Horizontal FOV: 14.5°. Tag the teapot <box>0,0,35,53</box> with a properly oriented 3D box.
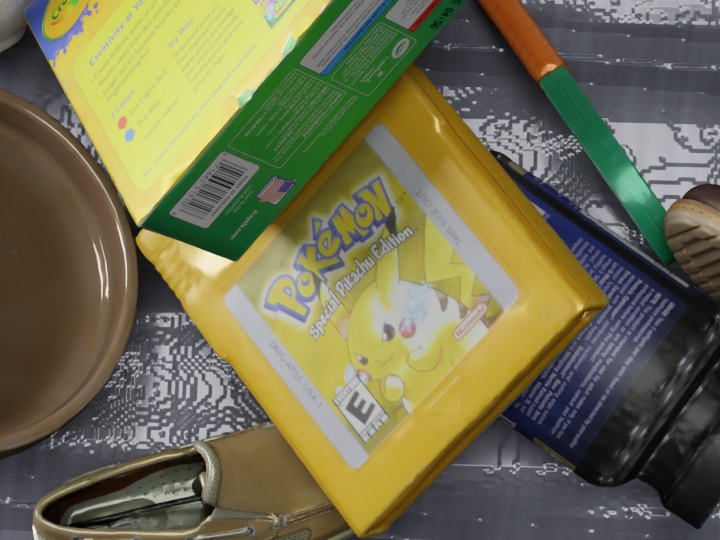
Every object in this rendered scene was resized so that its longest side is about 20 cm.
[{"bbox_3d":[-0.239,-0.159,1.453,0.200,0.197,0.146,12,116,25],"label":"teapot"}]

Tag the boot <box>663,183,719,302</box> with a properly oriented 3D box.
[{"bbox_3d":[0.249,-0.047,1.428,0.200,0.072,0.167,27,72,-27],"label":"boot"}]

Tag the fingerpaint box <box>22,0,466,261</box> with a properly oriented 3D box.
[{"bbox_3d":[-0.052,-0.135,1.357,0.200,0.073,0.167,-48,49,19],"label":"fingerpaint box"}]

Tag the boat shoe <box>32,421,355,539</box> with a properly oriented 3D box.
[{"bbox_3d":[-0.067,0.112,1.423,0.200,0.076,0.072,-18,66,-3],"label":"boat shoe"}]

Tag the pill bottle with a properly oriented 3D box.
[{"bbox_3d":[0.113,0.038,1.420,0.200,0.112,0.112,36,82,9],"label":"pill bottle"}]

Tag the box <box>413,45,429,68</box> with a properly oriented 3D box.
[{"bbox_3d":[-0.004,-0.145,1.478,0.095,0.078,0.200,20,79,5],"label":"box"}]

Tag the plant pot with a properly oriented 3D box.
[{"bbox_3d":[-0.220,0.009,1.429,0.200,0.093,0.201,8,68,-20],"label":"plant pot"}]

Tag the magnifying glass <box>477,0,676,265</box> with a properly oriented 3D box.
[{"bbox_3d":[0.110,-0.083,1.457,0.022,0.080,0.200,-34,61,7],"label":"magnifying glass"}]

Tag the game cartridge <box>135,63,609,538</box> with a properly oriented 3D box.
[{"bbox_3d":[0.000,0.000,1.377,0.176,0.032,0.200,-48,70,24],"label":"game cartridge"}]
